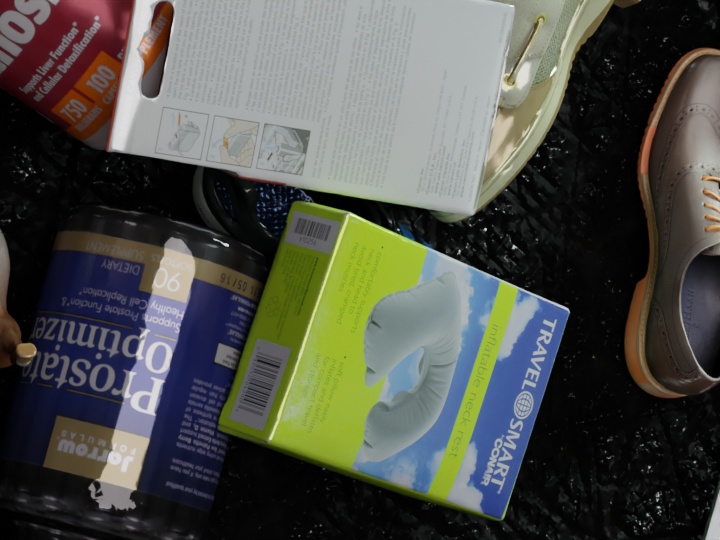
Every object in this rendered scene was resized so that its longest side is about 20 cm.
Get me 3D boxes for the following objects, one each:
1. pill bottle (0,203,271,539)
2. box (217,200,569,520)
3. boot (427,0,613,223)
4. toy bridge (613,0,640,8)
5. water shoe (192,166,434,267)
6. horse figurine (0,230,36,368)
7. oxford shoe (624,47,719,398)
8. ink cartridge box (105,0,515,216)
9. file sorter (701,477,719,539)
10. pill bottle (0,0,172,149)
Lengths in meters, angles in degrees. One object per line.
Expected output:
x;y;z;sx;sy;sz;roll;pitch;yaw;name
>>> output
-0.120;0.076;1.202;0.112;0.112;0.200;17;81;-19;pill bottle
0.028;0.052;1.231;0.200;0.048;0.122;22;85;-43;box
0.045;-0.140;1.273;0.155;0.072;0.200;29;89;-31;boot
0.159;-0.183;1.366;0.200;0.027;0.067;25;78;-18;toy bridge
0.000;0.000;1.268;0.200;0.079;0.072;32;77;-16;water shoe
-0.197;-0.012;1.185;0.050;0.133;0.200;-11;78;-18;horse figurine
0.198;-0.028;1.347;0.071;0.073;0.200;7;84;-20;oxford shoe
-0.029;-0.096;1.186;0.200;0.050;0.109;8;96;-24;ink cartridge box
0.284;0.087;1.313;0.139;0.125;0.200;16;88;2;file sorter
-0.178;-0.157;1.193;0.200;0.113;0.113;33;76;-15;pill bottle
